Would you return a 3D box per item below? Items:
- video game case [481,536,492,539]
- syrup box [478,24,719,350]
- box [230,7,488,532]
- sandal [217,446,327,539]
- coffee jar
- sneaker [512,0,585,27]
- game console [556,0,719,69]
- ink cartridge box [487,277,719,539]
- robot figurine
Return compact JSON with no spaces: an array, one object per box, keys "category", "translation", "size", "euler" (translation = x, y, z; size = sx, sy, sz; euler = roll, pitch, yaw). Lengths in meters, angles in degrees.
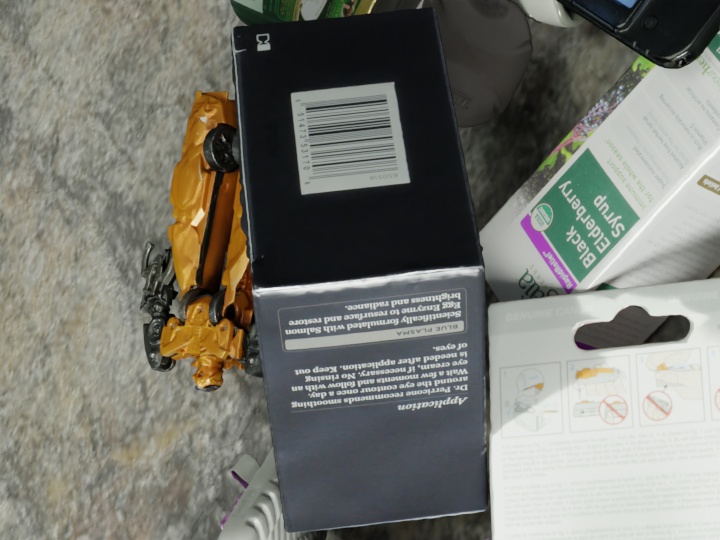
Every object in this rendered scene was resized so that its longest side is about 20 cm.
[{"category":"video game case","translation":[0.049,0.243,1.010],"size":[0.199,0.036,0.182],"euler":[-20,64,10]},{"category":"syrup box","translation":[0.157,-0.044,1.011],"size":[0.200,0.081,0.079],"euler":[-47,50,22]},{"category":"box","translation":[0.000,0.000,1.020],"size":[0.116,0.201,0.198],"euler":[-6,48,-2]},{"category":"sandal","translation":[-0.058,0.138,1.089],"size":[0.049,0.203,0.083],"euler":[-1,99,12]},{"category":"coffee jar","translation":[0.011,-0.153,1.143],"size":[0.200,0.104,0.086],"euler":[33,100,50]},{"category":"sneaker","translation":[0.145,-0.230,1.081],"size":[0.088,0.074,0.201],"euler":[44,119,41]},{"category":"game console","translation":[0.126,-0.232,0.962],"size":[0.176,0.116,0.200],"euler":[-52,52,4]},{"category":"ink cartridge box","translation":[0.147,0.110,0.965],"size":[0.159,0.047,0.202],"euler":[-7,75,21]},{"category":"robot figurine","translation":[-0.078,-0.019,1.238],"size":[0.144,0.058,0.202],"euler":[1,79,43]}]
